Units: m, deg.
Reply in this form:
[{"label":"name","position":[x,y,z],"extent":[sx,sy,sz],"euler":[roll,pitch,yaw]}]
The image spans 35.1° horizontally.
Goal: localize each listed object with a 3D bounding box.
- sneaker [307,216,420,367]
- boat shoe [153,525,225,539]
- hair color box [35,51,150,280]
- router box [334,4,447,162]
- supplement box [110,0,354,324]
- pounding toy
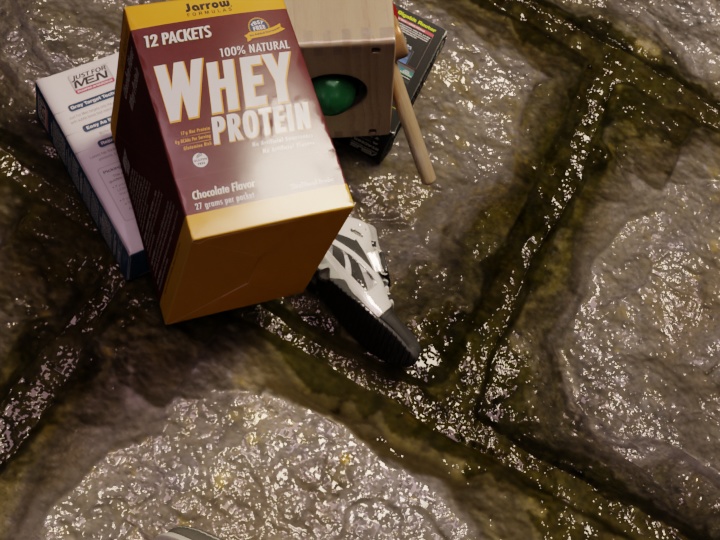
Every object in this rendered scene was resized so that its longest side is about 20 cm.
[{"label":"sneaker","position":[0.000,0.000,1.080],"extent":[0.088,0.074,0.200],"euler":[-39,79,-24]},{"label":"boat shoe","position":[-0.081,0.269,0.939],"extent":[0.201,0.072,0.060],"euler":[29,33,13]},{"label":"hair color box","position":[-0.221,-0.102,1.081],"extent":[0.099,0.061,0.201],"euler":[-24,74,-24]},{"label":"router box","position":[-0.029,-0.225,1.186],"extent":[0.199,0.062,0.151],"euler":[27,63,0]},{"label":"supplement box","position":[-0.118,-0.092,0.957],"extent":[0.132,0.197,0.202],"euler":[-13,73,-20]},{"label":"pounding toy","position":[-0.003,-0.206,1.061],"extent":[0.141,0.184,0.202],"euler":[-3,66,-2]}]
